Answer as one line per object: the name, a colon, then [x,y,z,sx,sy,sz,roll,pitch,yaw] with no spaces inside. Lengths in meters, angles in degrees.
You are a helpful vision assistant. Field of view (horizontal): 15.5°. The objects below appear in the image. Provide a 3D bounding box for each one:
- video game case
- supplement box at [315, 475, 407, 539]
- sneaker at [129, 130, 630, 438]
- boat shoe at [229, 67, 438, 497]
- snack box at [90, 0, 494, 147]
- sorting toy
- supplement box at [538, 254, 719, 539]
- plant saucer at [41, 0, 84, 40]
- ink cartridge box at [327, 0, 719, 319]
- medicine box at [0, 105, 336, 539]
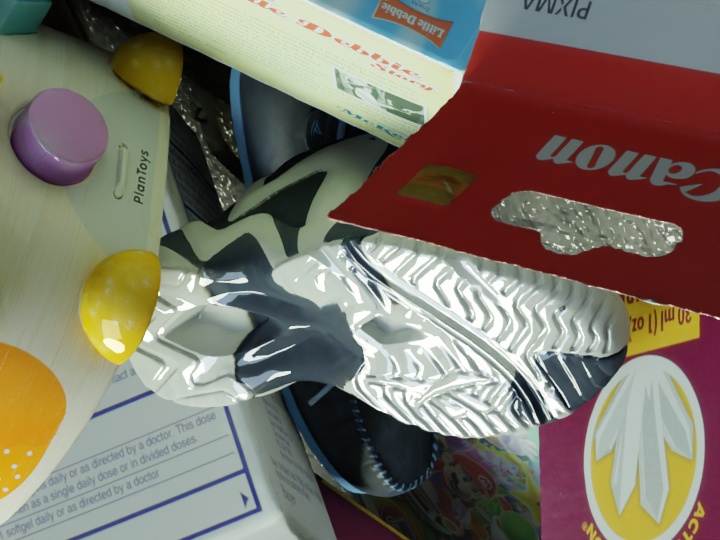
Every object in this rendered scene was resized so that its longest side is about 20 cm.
video game case: [0.062,0.079,1.119,0.199,0.018,0.144,3,126,47]
supplement box: [-0.011,0.179,1.161,0.131,0.103,0.200,34,165,21]
sneaker: [0.022,-0.006,0.935,0.198,0.130,0.080,-6,118,37]
boat shoe: [0.000,0.000,1.040,0.068,0.084,0.201,-1,117,33]
snack box: [-0.046,-0.102,0.876,0.199,0.037,0.116,26,169,8]
sorting toy: [-0.162,-0.045,0.902,0.179,0.201,0.107,27,138,-32]
supplement box: [0.134,0.097,0.886,0.131,0.103,0.202,-20,67,55]
plant saucer: [-0.169,-0.149,1.067,0.201,0.029,0.200,55,170,15]
ink cartridge box: [0.102,-0.074,0.754,0.160,0.200,0.050,14,134,39]
medicine box: [-0.130,0.049,1.052,0.103,0.181,0.201,51,-162,-70]
